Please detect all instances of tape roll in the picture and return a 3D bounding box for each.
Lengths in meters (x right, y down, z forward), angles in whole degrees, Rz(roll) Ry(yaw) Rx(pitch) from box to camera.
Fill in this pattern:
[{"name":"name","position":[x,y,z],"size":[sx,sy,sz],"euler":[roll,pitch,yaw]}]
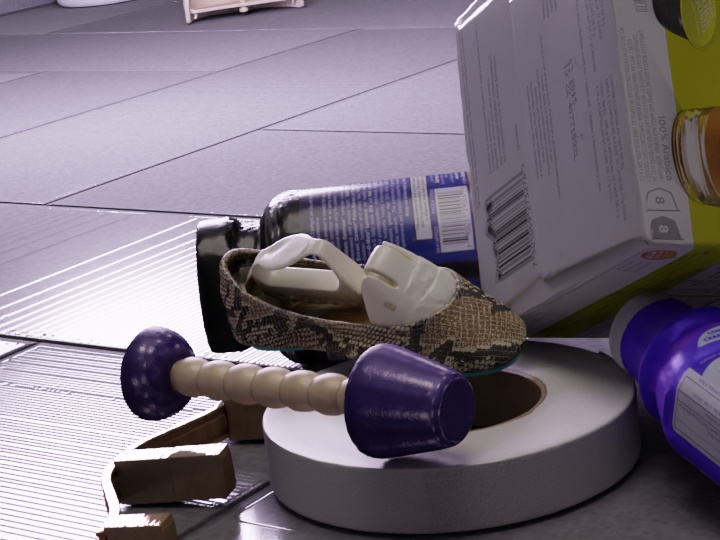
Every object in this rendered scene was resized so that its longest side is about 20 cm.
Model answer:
[{"name":"tape roll","position":[0.049,0.084,0.975],"size":[0.202,0.037,0.203],"euler":[-6,14,2]}]

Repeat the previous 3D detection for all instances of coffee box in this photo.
[{"name":"coffee box","position":[0.187,-0.080,1.022],"size":[0.197,0.201,0.200],"euler":[1,-16,-20]}]

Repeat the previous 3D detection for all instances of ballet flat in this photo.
[{"name":"ballet flat","position":[-0.004,0.015,1.032],"size":[0.199,0.076,0.068],"euler":[6,42,37]}]

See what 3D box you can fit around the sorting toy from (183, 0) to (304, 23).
[{"name":"sorting toy","position":[-0.209,-0.515,3.033],"size":[0.199,0.181,0.107],"euler":[-10,15,-13]}]

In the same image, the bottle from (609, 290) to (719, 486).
[{"name":"bottle","position":[0.188,0.065,0.879],"size":[0.083,0.066,0.200],"euler":[-6,22,-21]}]

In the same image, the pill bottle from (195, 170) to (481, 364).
[{"name":"pill bottle","position":[0.000,0.000,1.162],"size":[0.199,0.112,0.112],"euler":[-6,15,2]}]

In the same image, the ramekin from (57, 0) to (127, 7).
[{"name":"ramekin","position":[-0.495,-0.563,3.500],"size":[0.199,0.098,0.201],"euler":[-6,15,2]}]

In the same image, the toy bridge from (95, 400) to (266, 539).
[{"name":"toy bridge","position":[-0.100,0.108,0.967],"size":[0.067,0.027,0.200],"euler":[-5,15,17]}]

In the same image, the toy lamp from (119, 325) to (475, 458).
[{"name":"toy lamp","position":[-0.033,0.061,0.922],"size":[0.199,0.059,0.058],"euler":[1,17,37]}]
